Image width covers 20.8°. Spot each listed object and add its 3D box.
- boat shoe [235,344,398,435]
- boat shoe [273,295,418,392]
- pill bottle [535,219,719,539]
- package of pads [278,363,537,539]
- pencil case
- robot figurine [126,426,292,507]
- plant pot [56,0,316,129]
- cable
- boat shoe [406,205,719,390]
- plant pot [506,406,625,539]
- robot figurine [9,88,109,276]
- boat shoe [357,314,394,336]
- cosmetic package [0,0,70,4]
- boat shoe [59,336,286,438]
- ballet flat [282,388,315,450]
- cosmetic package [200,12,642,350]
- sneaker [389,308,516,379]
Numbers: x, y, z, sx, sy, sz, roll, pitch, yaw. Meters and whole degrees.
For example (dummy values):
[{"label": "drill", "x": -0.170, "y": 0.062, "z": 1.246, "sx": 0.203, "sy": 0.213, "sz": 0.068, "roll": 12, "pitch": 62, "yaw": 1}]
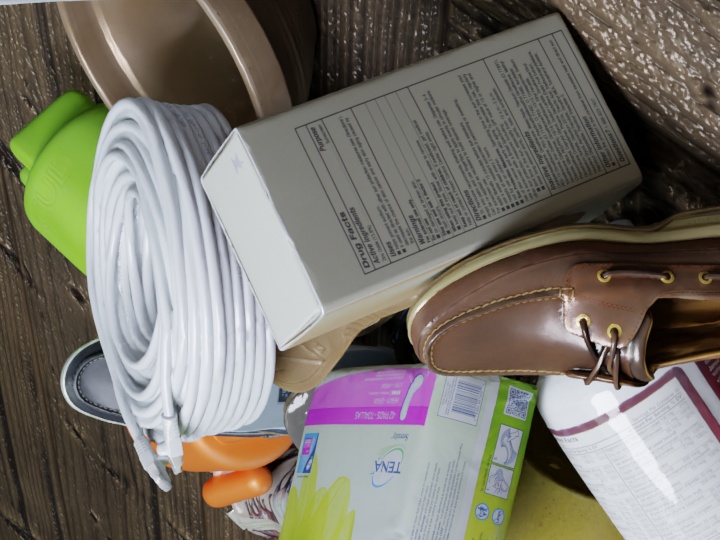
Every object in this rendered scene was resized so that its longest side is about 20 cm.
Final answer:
[{"label": "boat shoe", "x": -0.044, "y": 0.077, "z": 1.334, "sx": 0.091, "sy": 0.199, "sz": 0.072, "roll": 13, "pitch": 94, "yaw": 57}, {"label": "boat shoe", "x": 0.002, "y": -0.008, "z": 1.124, "sx": 0.074, "sy": 0.069, "sz": 0.200, "roll": 41, "pitch": 132, "yaw": -8}, {"label": "pill bottle", "x": 0.163, "y": 0.079, "z": 1.061, "sx": 0.201, "sy": 0.109, "sz": 0.109, "roll": 55, "pitch": 153, "yaw": -6}, {"label": "package of pads", "x": 0.016, "y": 0.134, "z": 1.098, "sx": 0.068, "sy": 0.156, "sz": 0.200, "roll": 17, "pitch": 169, "yaw": -19}, {"label": "pencil case", "x": -0.027, "y": 0.183, "z": 1.516, "sx": 0.199, "sy": 0.089, "sz": 0.078, "roll": 6, "pitch": 129, "yaw": 57}, {"label": "robot figurine", "x": -0.116, "y": 0.100, "z": 1.521, "sx": 0.144, "sy": 0.117, "sz": 0.200, "roll": 43, "pitch": 158, "yaw": -18}, {"label": "plant pot", "x": -0.093, "y": -0.148, "z": 1.204, "sx": 0.200, "sy": 0.093, "sz": 0.202, "roll": 37, "pitch": 149, "yaw": 27}, {"label": "cable", "x": -0.107, "y": 0.000, "z": 1.149, "sx": 0.200, "sy": 0.069, "sz": 0.202, "roll": -124, "pitch": 36, "yaw": -51}, {"label": "boat shoe", "x": 0.123, "y": 0.021, "z": 0.957, "sx": 0.072, "sy": 0.198, "sz": 0.068, "roll": 81, "pitch": 178, "yaw": -49}, {"label": "plant pot", "x": 0.111, "y": 0.160, "z": 1.187, "sx": 0.200, "sy": 0.199, "sz": 0.143, "roll": 38, "pitch": 126, "yaw": 26}, {"label": "robot figurine", "x": -0.163, "y": -0.042, "z": 1.420, "sx": 0.200, "sy": 0.116, "sz": 0.176, "roll": 40, "pitch": 158, "yaw": 21}, {"label": "boat shoe", "x": 0.000, "y": 0.000, "z": 1.265, "sx": 0.073, "sy": 0.072, "sz": 0.200, "roll": 63, "pitch": 160, "yaw": 0}, {"label": "cosmetic package", "x": -0.185, "y": -0.267, "z": 1.036, "sx": 0.165, "sy": 0.165, "sz": 0.201, "roll": 40, "pitch": 116, "yaw": 20}, {"label": "boat shoe", "x": -0.115, "y": 0.082, "z": 1.389, "sx": 0.062, "sy": 0.198, "sz": 0.075, "roll": -99, "pitch": 15, "yaw": -84}, {"label": "ballet flat", "x": 0.030, "y": 0.119, "z": 1.311, "sx": 0.199, "sy": 0.068, "sz": 0.047, "roll": 26, "pitch": -154, "yaw": -28}, {"label": "cosmetic package", "x": 0.031, "y": -0.046, "z": 0.994, "sx": 0.106, "sy": 0.199, "sz": 0.071, "roll": 65, "pitch": 154, "yaw": 9}, {"label": "sneaker", "x": 0.052, "y": 0.044, "z": 1.217, "sx": 0.078, "sy": 0.089, "sz": 0.201, "roll": 42, "pitch": 154, "yaw": 18}]
